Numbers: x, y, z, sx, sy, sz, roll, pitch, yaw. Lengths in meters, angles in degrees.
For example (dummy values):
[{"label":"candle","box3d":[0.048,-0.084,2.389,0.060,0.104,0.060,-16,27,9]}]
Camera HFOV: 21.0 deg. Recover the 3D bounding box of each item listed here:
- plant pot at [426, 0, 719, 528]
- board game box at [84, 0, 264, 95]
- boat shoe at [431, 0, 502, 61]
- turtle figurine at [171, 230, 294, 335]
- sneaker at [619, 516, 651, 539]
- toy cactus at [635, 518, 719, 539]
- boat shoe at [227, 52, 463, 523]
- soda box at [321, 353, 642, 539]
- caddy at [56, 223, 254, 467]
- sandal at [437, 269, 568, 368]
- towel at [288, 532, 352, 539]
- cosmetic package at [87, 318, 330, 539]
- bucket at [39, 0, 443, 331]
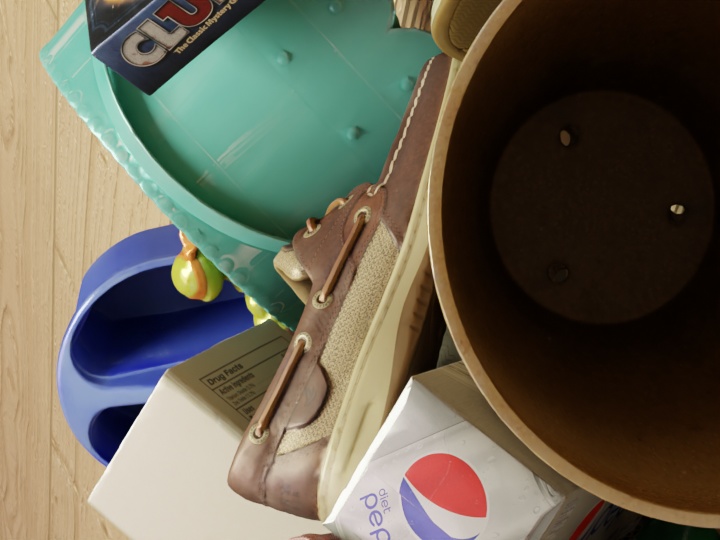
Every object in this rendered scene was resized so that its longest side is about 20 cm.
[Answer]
[{"label":"plant pot","box3d":[0.103,-0.020,0.670,0.200,0.185,0.188,-166,60,-85]},{"label":"board game box","box3d":[-0.060,-0.184,0.785,0.135,0.035,0.201,-36,44,23]},{"label":"boat shoe","box3d":[0.090,-0.152,0.692,0.200,0.073,0.065,-46,40,38]},{"label":"turtle figurine","box3d":[-0.035,-0.022,1.000,0.202,0.160,0.064,70,159,8]},{"label":"sneaker","box3d":[0.087,0.112,0.848,0.091,0.077,0.202,14,92,53]},{"label":"toy cactus","box3d":[0.133,0.129,0.688,0.200,0.164,0.103,-121,42,-51]},{"label":"boat shoe","box3d":[0.000,0.000,0.743,0.072,0.071,0.202,64,-140,-65]},{"label":"soda box","box3d":[0.064,0.070,0.717,0.068,0.200,0.064,36,107,17]},{"label":"caddy","box3d":[-0.077,0.045,1.125,0.105,0.198,0.143,-115,13,-67]},{"label":"sandal","box3d":[0.020,0.058,0.853,0.201,0.054,0.082,-54,44,13]},{"label":"towel","box3d":[0.071,0.141,0.692,0.144,0.199,0.023,43,108,26]},{"label":"cosmetic package","box3d":[0.002,0.116,0.783,0.199,0.103,0.073,38,112,12]},{"label":"bucket","box3d":[-0.037,-0.081,0.876,0.207,0.135,0.207,46,-176,-4]}]
